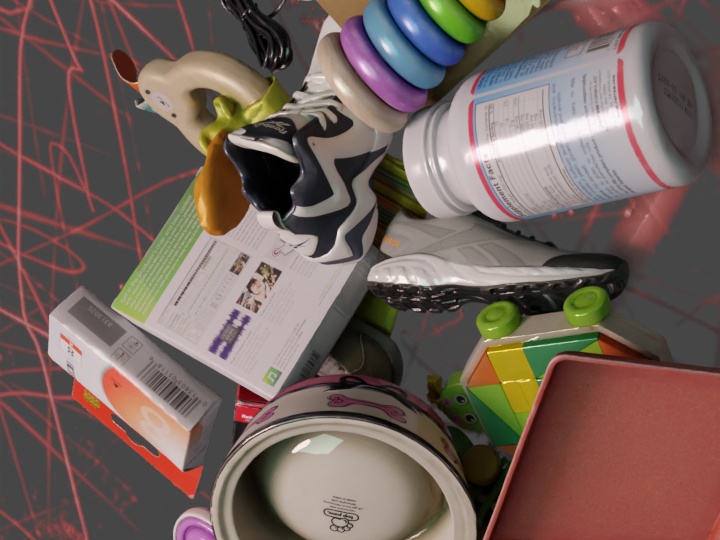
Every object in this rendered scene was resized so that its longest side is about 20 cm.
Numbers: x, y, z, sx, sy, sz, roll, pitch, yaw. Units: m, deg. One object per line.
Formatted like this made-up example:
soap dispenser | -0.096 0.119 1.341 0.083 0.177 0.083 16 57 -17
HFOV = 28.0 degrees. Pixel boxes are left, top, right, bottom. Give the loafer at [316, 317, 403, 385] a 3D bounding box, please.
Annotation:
loafer | -0.061 0.054 1.177 0.198 0.069 0.076 19 115 26

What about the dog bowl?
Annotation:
dog bowl | -0.010 0.164 1.074 0.197 0.074 0.202 3 123 5

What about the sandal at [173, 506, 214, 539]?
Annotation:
sandal | -0.098 0.290 1.303 0.201 0.050 0.083 27 118 26

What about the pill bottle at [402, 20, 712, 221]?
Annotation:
pill bottle | 0.131 -0.094 0.995 0.198 0.108 0.110 -11 97 37

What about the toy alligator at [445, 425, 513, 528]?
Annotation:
toy alligator | 0.130 0.188 1.096 0.199 0.059 0.055 31 82 25

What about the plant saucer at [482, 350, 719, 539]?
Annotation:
plant saucer | 0.191 0.136 0.989 0.197 0.037 0.202 7 124 -12

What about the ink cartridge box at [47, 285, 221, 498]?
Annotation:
ink cartridge box | -0.208 0.123 1.276 0.162 0.050 0.201 38 144 11

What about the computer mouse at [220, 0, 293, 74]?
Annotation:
computer mouse | -0.042 -0.250 1.098 0.200 0.043 0.110 -50 48 31

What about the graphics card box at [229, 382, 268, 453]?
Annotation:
graphics card box | -0.052 0.194 1.207 0.124 0.051 0.203 6 111 -4

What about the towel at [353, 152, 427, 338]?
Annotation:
towel | 0.000 0.000 1.172 0.085 0.018 0.202 29 118 27

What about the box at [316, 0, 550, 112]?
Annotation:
box | 0.034 -0.235 1.030 0.163 0.021 0.200 -39 98 28

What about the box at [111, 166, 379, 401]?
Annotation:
box | -0.093 0.010 1.164 0.199 0.036 0.145 26 77 35

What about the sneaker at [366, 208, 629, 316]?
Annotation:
sneaker | 0.100 -0.011 1.066 0.197 0.074 0.080 4 71 24

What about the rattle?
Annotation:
rattle | -0.152 -0.102 1.166 0.198 0.130 0.144 19 75 22

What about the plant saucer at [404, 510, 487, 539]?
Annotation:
plant saucer | 0.065 0.273 1.161 0.197 0.035 0.203 5 106 18

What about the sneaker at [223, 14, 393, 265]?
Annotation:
sneaker | -0.040 -0.112 1.069 0.079 0.129 0.202 8 85 35

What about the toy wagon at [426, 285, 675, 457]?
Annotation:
toy wagon | 0.134 0.092 1.045 0.198 0.040 0.156 -10 122 30

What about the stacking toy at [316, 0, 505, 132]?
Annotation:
stacking toy | 0.064 -0.188 0.992 0.200 0.085 0.086 -41 79 21
